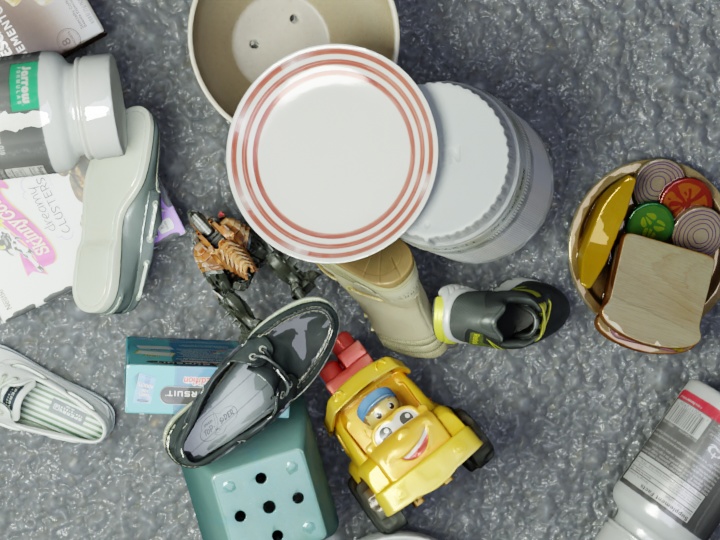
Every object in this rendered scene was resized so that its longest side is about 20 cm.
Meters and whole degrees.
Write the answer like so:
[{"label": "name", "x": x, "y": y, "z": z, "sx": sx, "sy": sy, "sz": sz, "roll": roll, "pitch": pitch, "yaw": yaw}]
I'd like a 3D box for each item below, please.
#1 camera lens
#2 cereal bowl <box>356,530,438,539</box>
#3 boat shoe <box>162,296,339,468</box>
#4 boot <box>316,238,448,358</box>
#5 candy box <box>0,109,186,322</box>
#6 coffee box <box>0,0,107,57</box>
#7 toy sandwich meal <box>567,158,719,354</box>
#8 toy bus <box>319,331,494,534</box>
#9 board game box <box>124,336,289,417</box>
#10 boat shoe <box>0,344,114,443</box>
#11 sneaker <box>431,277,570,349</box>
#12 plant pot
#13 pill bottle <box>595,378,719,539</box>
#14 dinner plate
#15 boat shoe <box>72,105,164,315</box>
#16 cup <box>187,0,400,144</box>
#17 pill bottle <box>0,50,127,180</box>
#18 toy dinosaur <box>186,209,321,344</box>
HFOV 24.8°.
[{"label": "camera lens", "x": 0.095, "y": -0.093, "z": 1.582, "sx": 0.159, "sy": 0.200, "sz": 0.161, "roll": -2, "pitch": 85, "yaw": 18}, {"label": "cereal bowl", "x": 0.032, "y": 0.362, "z": 1.683, "sx": 0.199, "sy": 0.083, "sz": 0.201, "roll": -1, "pitch": 95, "yaw": -9}, {"label": "boat shoe", "x": -0.094, "y": 0.102, "z": 1.447, "sx": 0.199, "sy": 0.066, "sz": 0.075, "roll": -38, "pitch": 98, "yaw": -4}, {"label": "boot", "x": 0.000, "y": 0.000, "z": 1.643, "sx": 0.073, "sy": 0.200, "sz": 0.156, "roll": -47, "pitch": 141, "yaw": -14}, {"label": "candy box", "x": -0.297, "y": -0.068, "z": 1.603, "sx": 0.199, "sy": 0.072, "sz": 0.168, "roll": -27, "pitch": 98, "yaw": -6}, {"label": "coffee box", "x": -0.343, "y": -0.289, "z": 1.573, "sx": 0.114, "sy": 0.080, "sz": 0.201, "roll": -29, "pitch": 98, "yaw": -4}, {"label": "toy sandwich meal", "x": 0.307, "y": -0.015, "z": 1.697, "sx": 0.204, "sy": 0.070, "sz": 0.207, "roll": -1, "pitch": 95, "yaw": -8}, {"label": "toy bus", "x": 0.025, "y": 0.146, "z": 1.610, "sx": 0.135, "sy": 0.200, "sz": 0.192, "roll": -35, "pitch": 85, "yaw": -6}, {"label": "board game box", "x": -0.151, "y": 0.101, "z": 1.574, "sx": 0.150, "sy": 0.200, "sz": 0.047, "roll": 2, "pitch": 95, "yaw": -8}, {"label": "boat shoe", "x": -0.337, "y": 0.120, "z": 1.615, "sx": 0.199, "sy": 0.067, "sz": 0.074, "roll": 16, "pitch": 92, "yaw": -9}, {"label": "sneaker", "x": 0.157, "y": 0.052, "z": 1.636, "sx": 0.199, "sy": 0.084, "sz": 0.075, "roll": -5, "pitch": 103, "yaw": -48}, {"label": "plant pot", "x": -0.098, "y": 0.210, "z": 1.592, "sx": 0.140, "sy": 0.200, "sz": 0.142, "roll": -16, "pitch": 98, "yaw": -7}, {"label": "pill bottle", "x": 0.333, "y": 0.223, "z": 1.701, "sx": 0.110, "sy": 0.111, "sz": 0.200, "roll": 36, "pitch": 89, "yaw": -10}, {"label": "dinner plate", "x": -0.025, "y": -0.106, "z": 1.497, "sx": 0.199, "sy": 0.024, "sz": 0.202, "roll": 0, "pitch": 88, "yaw": 11}, {"label": "boat shoe", "x": -0.223, "y": -0.055, "z": 1.560, "sx": 0.062, "sy": 0.073, "sz": 0.201, "roll": 17, "pitch": 83, "yaw": -53}, {"label": "cup", "x": -0.071, "y": -0.224, "z": 1.587, "sx": 0.199, "sy": 0.143, "sz": 0.202, "roll": -1, "pitch": 96, "yaw": -9}, {"label": "pill bottle", "x": -0.320, "y": -0.141, "z": 1.500, "sx": 0.199, "sy": 0.113, "sz": 0.114, "roll": -7, "pitch": 96, "yaw": -1}, {"label": "toy dinosaur", "x": -0.122, "y": -0.003, "z": 1.568, "sx": 0.102, "sy": 0.200, "sz": 0.136, "roll": -38, "pitch": 101, "yaw": 16}]
